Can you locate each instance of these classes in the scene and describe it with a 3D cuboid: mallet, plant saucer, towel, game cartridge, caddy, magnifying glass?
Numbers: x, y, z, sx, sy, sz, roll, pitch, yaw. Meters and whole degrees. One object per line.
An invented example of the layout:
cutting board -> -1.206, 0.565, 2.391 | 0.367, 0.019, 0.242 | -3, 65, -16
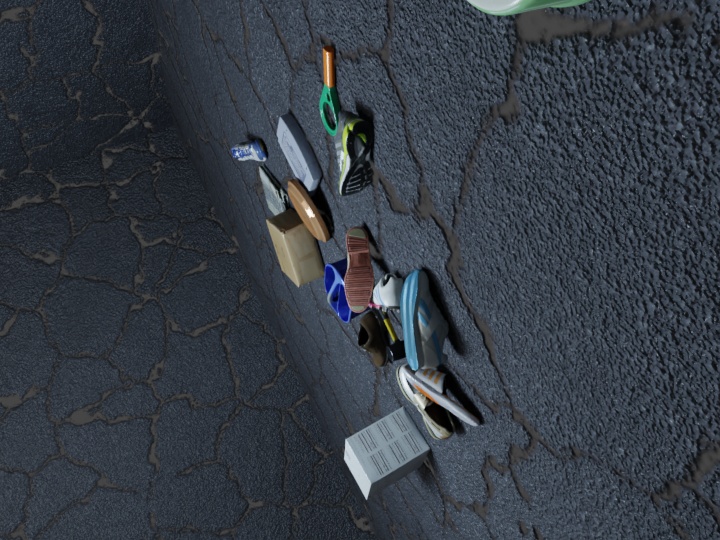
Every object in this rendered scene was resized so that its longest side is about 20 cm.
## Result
mallet -> 0.077, 0.126, 1.377 | 0.041, 0.065, 0.201 | 103, 154, -59
plant saucer -> -0.152, -0.166, 1.567 | 0.201, 0.032, 0.200 | 56, 171, 13
towel -> -0.295, -0.240, 1.922 | 0.200, 0.034, 0.194 | 50, 155, 38
game cartridge -> -0.164, -0.310, 1.482 | 0.201, 0.041, 0.133 | 63, 165, 7
caddy -> -0.043, 0.054, 1.487 | 0.142, 0.104, 0.201 | 56, 159, 24
magnifying glass -> -0.063, -0.372, 1.159 | 0.080, 0.022, 0.201 | 54, 160, 32

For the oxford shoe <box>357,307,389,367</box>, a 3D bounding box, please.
oxford shoe -> 0.029, 0.194, 1.504 | 0.073, 0.084, 0.201 | 39, 150, 48

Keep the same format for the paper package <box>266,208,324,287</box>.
paper package -> -0.210, -0.077, 1.786 | 0.190, 0.103, 0.201 | 37, 147, 57

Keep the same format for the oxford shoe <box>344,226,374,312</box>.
oxford shoe -> 0.000, 0.000, 1.322 | 0.074, 0.070, 0.202 | 57, -145, -82

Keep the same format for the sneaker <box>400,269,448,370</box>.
sneaker -> 0.132, 0.098, 1.129 | 0.076, 0.080, 0.202 | 180, 86, -71

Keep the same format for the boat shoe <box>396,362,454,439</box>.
boat shoe -> 0.161, 0.304, 1.311 | 0.201, 0.074, 0.068 | 56, 154, 6

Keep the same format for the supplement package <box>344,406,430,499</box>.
supplement package -> 0.072, 0.537, 1.626 | 0.148, 0.199, 0.192 | 55, 158, 27

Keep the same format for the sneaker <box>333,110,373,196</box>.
sneaker -> -0.019, -0.240, 1.140 | 0.201, 0.073, 0.081 | 100, 148, -48

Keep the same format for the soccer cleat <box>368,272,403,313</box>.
soccer cleat -> 0.065, 0.050, 1.281 | 0.200, 0.069, 0.087 | 178, 99, -78

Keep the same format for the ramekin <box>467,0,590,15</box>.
ramekin -> 0.152, -0.335, 0.497 | 0.200, 0.097, 0.201 | 53, 157, 33

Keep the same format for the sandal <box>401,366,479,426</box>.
sandal -> 0.185, 0.265, 1.224 | 0.206, 0.059, 0.079 | 32, 164, 25

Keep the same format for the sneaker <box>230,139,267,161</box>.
sneaker -> -0.381, -0.398, 1.878 | 0.200, 0.088, 0.076 | 23, 133, 61
